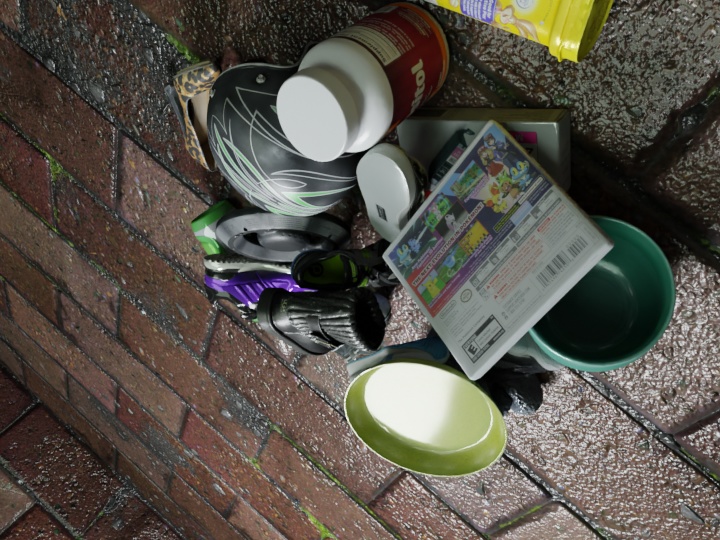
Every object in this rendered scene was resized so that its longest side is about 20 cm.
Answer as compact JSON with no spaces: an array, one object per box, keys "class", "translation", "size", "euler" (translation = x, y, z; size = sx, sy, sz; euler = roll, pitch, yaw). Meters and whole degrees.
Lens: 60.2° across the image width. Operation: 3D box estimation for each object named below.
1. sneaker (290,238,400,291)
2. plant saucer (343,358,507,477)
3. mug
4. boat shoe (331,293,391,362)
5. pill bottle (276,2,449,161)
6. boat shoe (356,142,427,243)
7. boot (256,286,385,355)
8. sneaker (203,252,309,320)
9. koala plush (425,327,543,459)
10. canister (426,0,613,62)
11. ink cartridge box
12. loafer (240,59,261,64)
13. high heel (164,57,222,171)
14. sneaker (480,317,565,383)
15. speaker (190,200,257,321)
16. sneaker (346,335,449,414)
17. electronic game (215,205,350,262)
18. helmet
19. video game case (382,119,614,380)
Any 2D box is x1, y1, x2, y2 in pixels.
[{"class":"sneaker","translation":[0.000,0.000,0.861],"size":[0.195,0.083,0.072],"euler":[-7,108,0]},{"class":"plant saucer","translation":[0.077,0.172,0.742],"size":[0.196,0.031,0.203],"euler":[11,131,12]},{"class":"mug","translation":[0.238,0.021,0.675],"size":[0.184,0.153,0.114],"euler":[40,-178,23]},{"class":"boat shoe","translation":[0.009,0.097,1.001],"size":[0.071,0.073,0.200],"euler":[39,150,-7]},{"class":"pill bottle","translation":[0.005,-0.196,0.650],"size":[0.111,0.200,0.115],"euler":[22,136,24]},{"class":"boat shoe","translation":[0.041,-0.099,0.713],"size":[0.070,0.064,0.200],"euler":[34,166,12]},{"class":"boot","translation":[-0.030,0.076,0.867],"size":[0.155,0.081,0.211],"euler":[-1,167,24]},{"class":"sneaker","translation":[-0.157,0.031,1.009],"size":[0.196,0.070,0.102],"euler":[6,102,-4]},{"class":"koala plush","translation":[0.119,0.172,0.894],"size":[0.186,0.176,0.199],"euler":[57,140,3]},{"class":"canister","translation":[0.133,-0.294,0.552],"size":[0.198,0.086,0.150],"euler":[29,137,20]},{"class":"ink cartridge box","translation":[0.145,-0.101,0.732],"size":[0.197,0.044,0.176],"euler":[11,127,34]},{"class":"loafer","translation":[-0.143,-0.194,0.886],"size":[0.070,0.073,0.204],"euler":[7,117,41]},{"class":"high heel","translation":[-0.220,-0.224,0.910],"size":[0.199,0.071,0.145],"euler":[1,118,59]},{"class":"sneaker","translation":[0.148,0.081,0.761],"size":[0.197,0.076,0.114],"euler":[25,148,-4]},{"class":"speaker","translation":[-0.207,-0.016,1.068],"size":[0.088,0.088,0.202],"euler":[-12,114,45]},{"class":"sneaker","translation":[0.053,0.137,0.797],"size":[0.200,0.075,0.082],"euler":[-37,64,56]},{"class":"electronic game","translation":[-0.111,-0.053,0.906],"size":[0.198,0.198,0.043],"euler":[-15,68,45]},{"class":"helmet","translation":[-0.086,-0.165,0.759],"size":[0.197,0.191,0.203],"euler":[22,135,24]},{"class":"video game case","translation":[0.131,-0.021,0.652],"size":[0.201,0.023,0.183],"euler":[-51,58,27]}]
